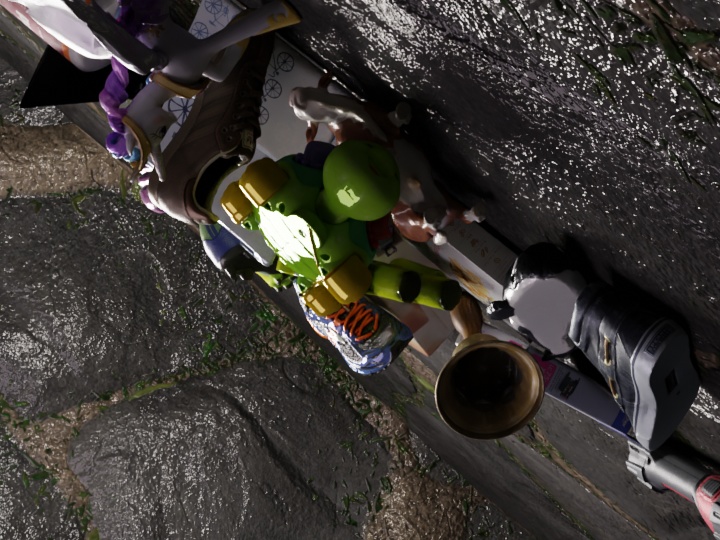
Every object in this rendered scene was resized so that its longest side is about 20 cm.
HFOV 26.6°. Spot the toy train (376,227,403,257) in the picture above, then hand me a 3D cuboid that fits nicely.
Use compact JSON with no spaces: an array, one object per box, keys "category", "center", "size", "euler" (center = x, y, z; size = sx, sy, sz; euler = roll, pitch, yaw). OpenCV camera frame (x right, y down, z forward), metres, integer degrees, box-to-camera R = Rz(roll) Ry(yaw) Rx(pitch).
[{"category":"toy train","center":[-0.018,-0.096,1.450],"size":[0.201,0.034,0.046],"euler":[60,-179,16]}]

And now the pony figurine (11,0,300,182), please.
[{"category":"pony figurine","center":[-0.176,-0.198,1.268],"size":[0.193,0.200,0.166],"euler":[46,171,-29]}]

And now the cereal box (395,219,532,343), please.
[{"category":"cereal box","center":[0.102,-0.016,1.482],"size":[0.200,0.040,0.144],"euler":[40,172,13]}]

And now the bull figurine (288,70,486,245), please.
[{"category":"bull figurine","center":[0.024,-0.098,1.338],"size":[0.200,0.065,0.121],"euler":[46,169,-24]}]

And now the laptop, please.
[{"category":"laptop","center":[-0.264,-0.189,1.745],"size":[0.200,0.116,0.188],"euler":[46,-159,-23]}]

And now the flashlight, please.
[{"category":"flashlight","center":[0.343,0.223,1.538],"size":[0.067,0.068,0.200],"euler":[4,-172,-20]}]

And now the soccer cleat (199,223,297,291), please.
[{"category":"soccer cleat","center":[-0.104,-0.029,1.605],"size":[0.084,0.065,0.200],"euler":[56,-165,18]}]

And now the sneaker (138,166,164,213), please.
[{"category":"sneaker","center":[-0.160,-0.148,1.559],"size":[0.088,0.202,0.080],"euler":[26,168,-32]}]

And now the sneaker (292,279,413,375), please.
[{"category":"sneaker","center":[-0.017,0.051,1.661],"size":[0.200,0.075,0.079],"euler":[27,162,52]}]

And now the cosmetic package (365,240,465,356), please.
[{"category":"cosmetic package","center":[0.034,-0.002,1.700],"size":[0.103,0.087,0.200],"euler":[35,169,42]}]

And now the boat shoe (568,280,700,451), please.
[{"category":"boat shoe","center":[0.233,0.078,1.299],"size":[0.091,0.071,0.201],"euler":[38,164,28]}]

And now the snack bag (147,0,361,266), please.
[{"category":"snack bag","center":[-0.115,-0.133,1.439],"size":[0.188,0.201,0.021],"euler":[39,-153,15]}]

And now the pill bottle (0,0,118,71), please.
[{"category":"pill bottle","center":[-0.344,-0.323,1.691],"size":[0.200,0.114,0.114],"euler":[39,171,14]}]

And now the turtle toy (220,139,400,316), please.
[{"category":"turtle toy","center":[-0.028,-0.051,1.286],"size":[0.146,0.101,0.200],"euler":[49,160,-4]}]

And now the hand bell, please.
[{"category":"hand bell","center":[0.111,0.071,1.496],"size":[0.104,0.104,0.200],"euler":[44,-167,-22]}]

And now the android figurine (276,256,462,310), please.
[{"category":"android figurine","center":[0.000,0.000,1.503],"size":[0.181,0.041,0.199],"euler":[11,-176,-44]}]

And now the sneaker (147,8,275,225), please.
[{"category":"sneaker","center":[-0.114,-0.133,1.366],"size":[0.075,0.201,0.070],"euler":[29,-175,28]}]

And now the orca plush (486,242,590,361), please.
[{"category":"orca plush","center":[0.170,0.012,1.340],"size":[0.104,0.072,0.200],"euler":[-15,154,23]}]

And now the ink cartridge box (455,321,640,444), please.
[{"category":"ink cartridge box","center":[0.205,0.115,1.580],"size":[0.199,0.042,0.119],"euler":[31,178,-30]}]
